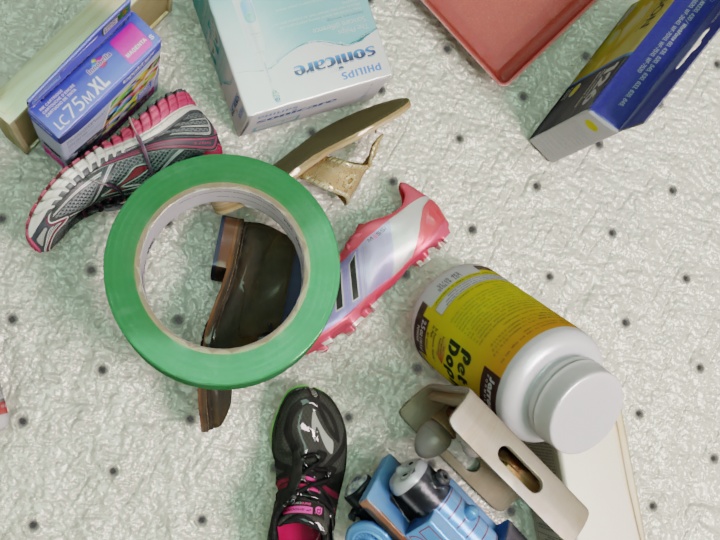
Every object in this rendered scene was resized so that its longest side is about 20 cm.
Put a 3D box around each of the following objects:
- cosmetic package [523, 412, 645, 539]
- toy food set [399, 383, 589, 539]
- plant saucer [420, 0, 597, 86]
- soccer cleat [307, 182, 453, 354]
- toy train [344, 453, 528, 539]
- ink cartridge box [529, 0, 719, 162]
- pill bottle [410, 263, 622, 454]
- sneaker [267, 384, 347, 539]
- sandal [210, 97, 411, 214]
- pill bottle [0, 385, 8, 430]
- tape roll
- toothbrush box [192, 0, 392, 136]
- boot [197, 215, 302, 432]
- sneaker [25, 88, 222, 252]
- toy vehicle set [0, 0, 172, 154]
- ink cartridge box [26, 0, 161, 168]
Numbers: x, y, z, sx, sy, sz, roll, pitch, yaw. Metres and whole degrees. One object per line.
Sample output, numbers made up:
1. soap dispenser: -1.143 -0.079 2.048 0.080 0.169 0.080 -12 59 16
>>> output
1. cosmetic package: 0.211 0.225 1.010 0.073 0.104 0.200 -10 87 -13
2. toy food set: 0.107 0.172 0.944 0.144 0.200 0.060 45 81 -3
3. plant saucer: 0.140 -0.316 1.088 0.200 0.037 0.200 -44 93 -13
4. soccer cleat: 0.000 0.000 1.014 0.200 0.067 0.076 -41 85 -15
5. toy train: 0.076 0.250 0.968 0.200 0.087 0.114 47 121 -6
6. ink cartridge box: 0.264 -0.202 1.016 0.047 0.200 0.198 41 78 -6
7. pill bottle: 0.138 0.079 0.953 0.109 0.200 0.109 -14 120 -26
8. sneaker: -0.046 0.204 0.970 0.077 0.084 0.200 3 84 -12
9. sandal: -0.037 -0.089 1.020 0.212 0.078 0.070 -28 111 -11
10. pill bottle: -0.379 0.053 0.903 0.116 0.116 0.200 -16 87 -13
11. tape roll: -0.118 0.001 0.925 0.200 0.048 0.201 1 78 -6
12. toothbrush box: -0.074 -0.246 1.012 0.146 0.085 0.200 -19 87 -14
13. boot: -0.095 0.052 0.981 0.097 0.075 0.200 8 81 -8
14. sneaker: -0.216 -0.082 0.969 0.200 0.081 0.075 -39 94 -13
15. toy vehicle set: -0.244 -0.194 0.952 0.027 0.124 0.200 42 77 -4
16. ink cartridge box: -0.224 -0.151 0.913 0.042 0.200 0.119 43 78 -3
